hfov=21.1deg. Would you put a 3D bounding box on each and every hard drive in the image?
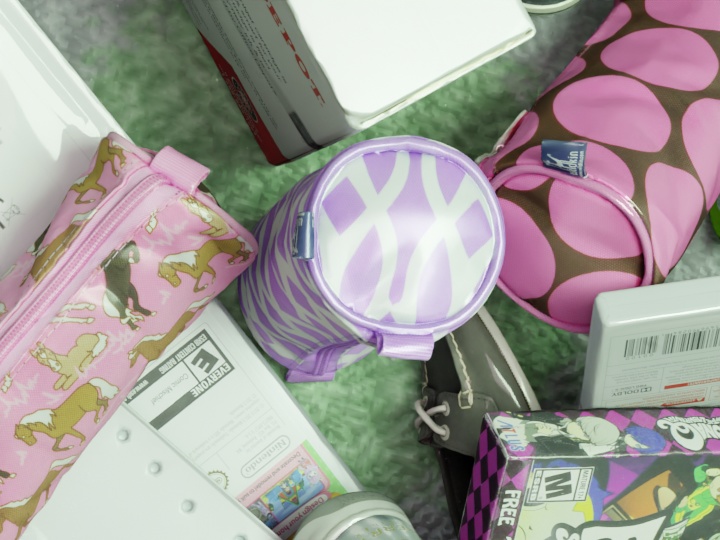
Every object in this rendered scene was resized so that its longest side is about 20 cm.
[{"bbox_3d":[-0.202,-0.028,0.787,0.200,0.027,0.132,-42,108,-10],"label":"hard drive"}]

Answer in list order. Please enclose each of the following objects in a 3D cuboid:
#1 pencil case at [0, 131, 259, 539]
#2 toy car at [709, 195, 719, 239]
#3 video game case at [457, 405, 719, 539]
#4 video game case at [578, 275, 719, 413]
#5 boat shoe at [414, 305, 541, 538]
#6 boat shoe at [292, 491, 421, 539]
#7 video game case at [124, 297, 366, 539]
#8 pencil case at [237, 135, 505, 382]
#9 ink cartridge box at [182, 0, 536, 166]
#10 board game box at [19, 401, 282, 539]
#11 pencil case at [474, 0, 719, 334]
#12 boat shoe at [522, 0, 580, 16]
[{"bbox_3d":[-0.128,0.037,0.773,0.083,0.087,0.200,43,84,-27],"label":"pencil case"},{"bbox_3d":[0.265,-0.011,0.841,0.164,0.200,0.158,-2,82,-11],"label":"toy car"},{"bbox_3d":[0.123,0.147,0.833,0.181,0.036,0.200,0,121,-17],"label":"video game case"},{"bbox_3d":[0.163,0.063,0.834,0.143,0.200,0.018,-8,54,-5],"label":"video game case"},{"bbox_3d":[0.057,0.100,0.873,0.057,0.067,0.200,-23,97,-15],"label":"boat shoe"},{"bbox_3d":[-0.007,0.197,0.833,0.074,0.065,0.202,2,110,-30],"label":"boat shoe"},{"bbox_3d":[-0.089,0.142,0.866,0.200,0.022,0.182,-38,96,-10],"label":"video game case"},{"bbox_3d":[0.000,0.000,0.797,0.084,0.200,0.086,-4,86,-11],"label":"pencil case"},{"bbox_3d":[-0.020,-0.129,0.790,0.084,0.200,0.145,-29,95,-10],"label":"ink cartridge box"},{"bbox_3d":[-0.161,0.138,0.825,0.200,0.026,0.200,42,81,-6],"label":"board game box"},{"bbox_3d":[0.119,-0.064,0.838,0.094,0.091,0.200,25,42,15],"label":"pencil case"},{"bbox_3d":[0.046,-0.205,0.875,0.075,0.062,0.200,-30,97,-12],"label":"boat shoe"}]
